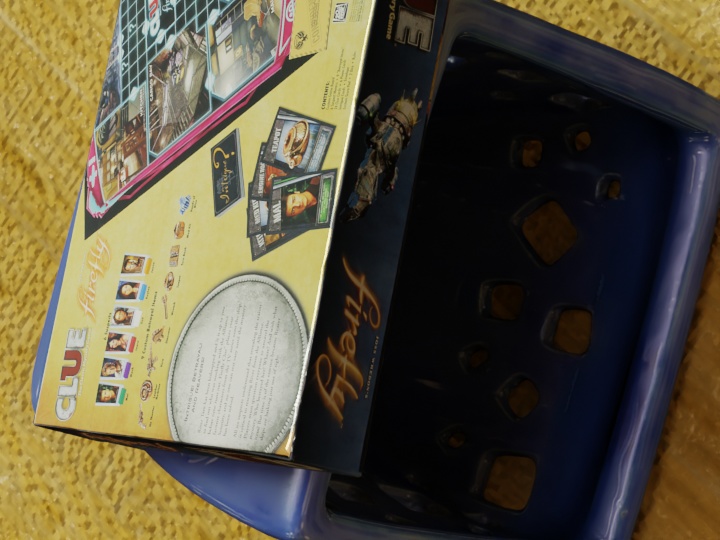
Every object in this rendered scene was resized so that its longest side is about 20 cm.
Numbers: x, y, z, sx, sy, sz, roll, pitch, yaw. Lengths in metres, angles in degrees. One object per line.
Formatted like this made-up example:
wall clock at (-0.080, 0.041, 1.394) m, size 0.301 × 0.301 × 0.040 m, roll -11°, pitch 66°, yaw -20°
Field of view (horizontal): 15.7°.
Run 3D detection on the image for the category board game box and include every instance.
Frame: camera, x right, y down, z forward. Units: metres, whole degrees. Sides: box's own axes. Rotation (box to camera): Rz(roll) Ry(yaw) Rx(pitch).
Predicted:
board game box at (-0.038, -0.038, 0.881) m, size 0.135 × 0.035 × 0.201 m, roll 4°, pitch 80°, yaw 46°

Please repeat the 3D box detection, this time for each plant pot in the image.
plant pot at (0.000, 0.000, 0.993) m, size 0.179 × 0.200 × 0.201 m, roll 12°, pitch 87°, yaw 41°
